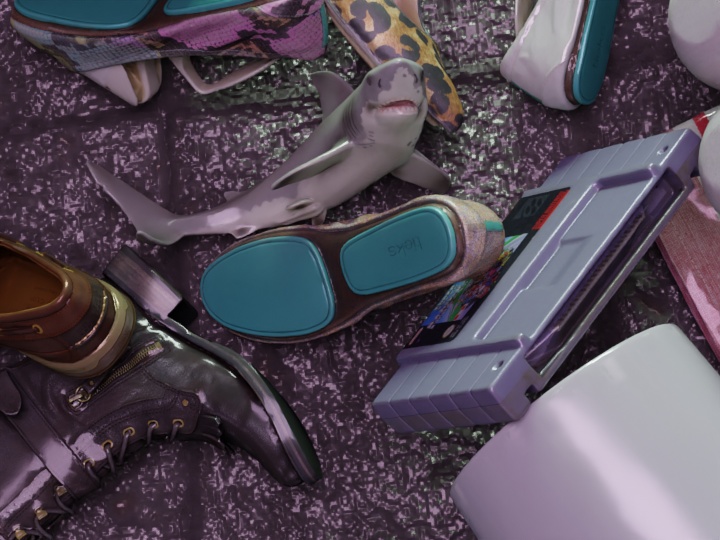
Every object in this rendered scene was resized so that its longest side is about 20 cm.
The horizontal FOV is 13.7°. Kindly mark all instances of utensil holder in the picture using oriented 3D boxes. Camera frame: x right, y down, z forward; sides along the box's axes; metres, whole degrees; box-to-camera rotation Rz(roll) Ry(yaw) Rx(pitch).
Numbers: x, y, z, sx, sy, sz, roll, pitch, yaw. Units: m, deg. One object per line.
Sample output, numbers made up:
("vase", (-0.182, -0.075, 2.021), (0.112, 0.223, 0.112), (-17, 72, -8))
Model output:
("utensil holder", (0.167, 0.154, 1.602), (0.170, 0.170, 0.200), (-37, 76, -2))

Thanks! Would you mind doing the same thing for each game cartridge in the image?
("game cartridge", (0.097, 0.005, 1.637), (0.038, 0.130, 0.200), (49, 63, -21))

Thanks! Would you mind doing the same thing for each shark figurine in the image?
("shark figurine", (-0.039, -0.072, 1.723), (0.214, 0.128, 0.090), (-26, 62, 22))

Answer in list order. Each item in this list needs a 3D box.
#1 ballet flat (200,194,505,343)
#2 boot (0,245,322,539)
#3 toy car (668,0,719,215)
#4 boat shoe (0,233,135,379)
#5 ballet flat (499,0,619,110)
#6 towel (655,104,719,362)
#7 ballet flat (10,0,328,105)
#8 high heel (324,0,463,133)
("ballet flat", (0.000, 0.000, 1.693), (0.200, 0.067, 0.068), (-10, 90, 39))
("boot", (-0.138, 0.101, 1.701), (0.174, 0.069, 0.200), (-45, 67, -3))
("toy car", (0.273, -0.107, 1.607), (0.175, 0.150, 0.200), (2, 70, -37))
("boat shoe", (-0.221, 0.005, 1.699), (0.200, 0.068, 0.072), (14, 70, 32))
("ballet flat", (0.130, -0.191, 1.732), (0.069, 0.069, 0.200), (18, 82, 9))
("towel", (0.265, -0.045, 1.706), (0.200, 0.023, 0.144), (-25, 75, -1))
("ballet flat", (-0.110, -0.134, 1.736), (0.200, 0.069, 0.071), (-3, 119, 24))
("high heel", (0.042, -0.187, 1.730), (0.143, 0.071, 0.200), (-36, 68, 5))
